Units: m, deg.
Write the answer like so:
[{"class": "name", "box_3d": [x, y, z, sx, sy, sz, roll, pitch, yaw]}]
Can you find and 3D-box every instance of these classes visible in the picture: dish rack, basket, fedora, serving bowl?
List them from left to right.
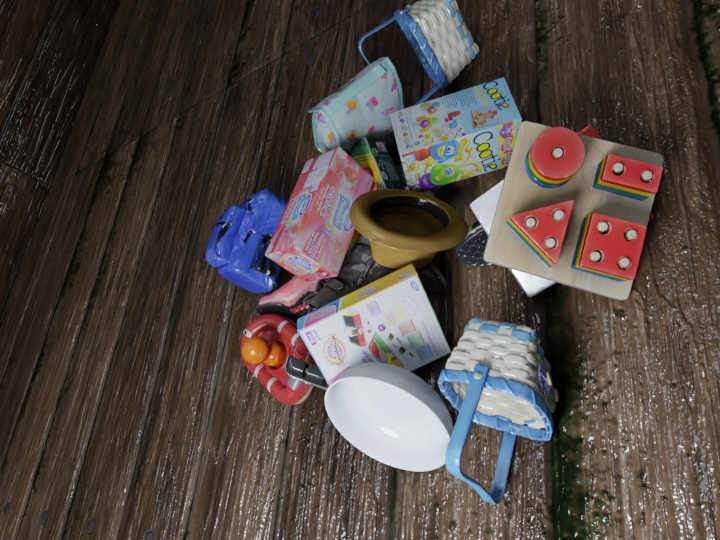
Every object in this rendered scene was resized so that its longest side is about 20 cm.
[{"class": "dish rack", "box_3d": [-0.032, 0.104, 0.957, 0.151, 0.055, 0.203, 19, 71, -1]}, {"class": "serving bowl", "box_3d": [0.048, 0.204, 0.813, 0.198, 0.202, 0.066, -8, 32, 37]}, {"class": "fedora", "box_3d": [0.072, -0.058, 0.884, 0.201, 0.198, 0.083, 49, 139, 43]}, {"class": "basket", "box_3d": [0.116, -0.424, 1.082, 0.198, 0.177, 0.140, -34, 34, 5]}, {"class": "basket", "box_3d": [0.170, 0.177, 0.704, 0.137, 0.177, 0.202, 10, 65, 35]}]

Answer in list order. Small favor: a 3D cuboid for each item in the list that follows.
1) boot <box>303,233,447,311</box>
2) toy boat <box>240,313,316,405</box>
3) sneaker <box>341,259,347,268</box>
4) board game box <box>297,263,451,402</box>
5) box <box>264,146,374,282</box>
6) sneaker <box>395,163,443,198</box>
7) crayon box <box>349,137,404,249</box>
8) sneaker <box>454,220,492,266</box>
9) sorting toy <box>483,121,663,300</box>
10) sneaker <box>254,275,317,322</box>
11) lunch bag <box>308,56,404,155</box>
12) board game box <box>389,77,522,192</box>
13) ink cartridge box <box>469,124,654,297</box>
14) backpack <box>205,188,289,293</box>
[{"class": "boot", "box_3d": [0.025, 0.042, 0.919, 0.198, 0.070, 0.175, 24, 64, 21]}, {"class": "toy boat", "box_3d": [-0.169, 0.157, 1.045, 0.199, 0.130, 0.132, 30, 92, 45]}, {"class": "sneaker", "box_3d": [0.000, 0.000, 1.020, 0.075, 0.078, 0.202, 25, 86, 44]}, {"class": "board game box", "box_3d": [0.023, 0.101, 0.855, 0.197, 0.155, 0.040, -25, 23, 3]}, {"class": "box", "box_3d": [-0.066, -0.094, 0.942, 0.102, 0.094, 0.203, -10, 53, 50]}, {"class": "sneaker", "box_3d": [0.086, -0.170, 1.052, 0.199, 0.067, 0.090, 16, 63, 50]}, {"class": "crayon box", "box_3d": [-0.007, -0.138, 1.048, 0.200, 0.050, 0.129, -41, 65, 46]}, {"class": "sneaker", "box_3d": [0.236, -0.083, 0.883, 0.199, 0.072, 0.083, -36, 25, 20]}, {"class": "sorting toy", "box_3d": [0.286, -0.087, 0.735, 0.195, 0.070, 0.204, 16, 87, 9]}, {"class": "sneaker", "box_3d": [-0.128, 0.047, 1.127, 0.197, 0.074, 0.088, -18, 43, 29]}, {"class": "lunch bag", "box_3d": [-0.005, -0.294, 1.049, 0.170, 0.200, 0.122, -38, 74, -8]}, {"class": "board game box", "box_3d": [0.161, -0.224, 0.933, 0.196, 0.103, 0.106, -15, 56, 8]}, {"class": "ink cartridge box", "box_3d": [0.281, -0.083, 0.786, 0.199, 0.057, 0.164, -35, 83, 25]}, {"class": "backpack", "box_3d": [-0.221, -0.074, 1.175, 0.162, 0.167, 0.203, -2, 61, 59]}]
